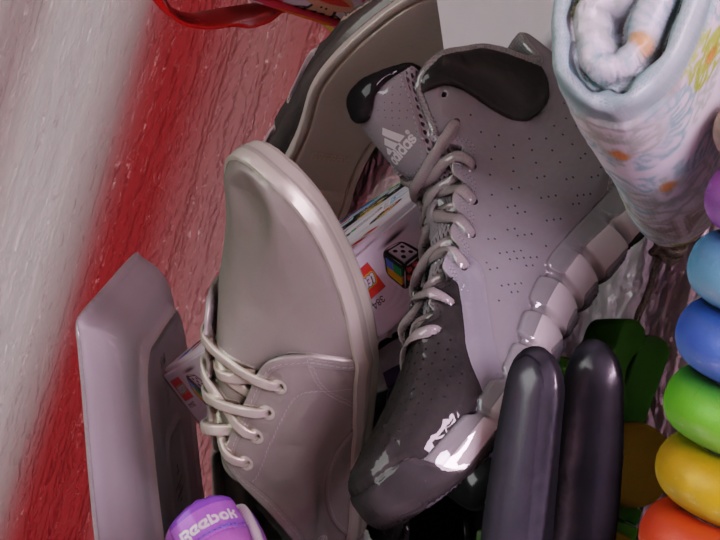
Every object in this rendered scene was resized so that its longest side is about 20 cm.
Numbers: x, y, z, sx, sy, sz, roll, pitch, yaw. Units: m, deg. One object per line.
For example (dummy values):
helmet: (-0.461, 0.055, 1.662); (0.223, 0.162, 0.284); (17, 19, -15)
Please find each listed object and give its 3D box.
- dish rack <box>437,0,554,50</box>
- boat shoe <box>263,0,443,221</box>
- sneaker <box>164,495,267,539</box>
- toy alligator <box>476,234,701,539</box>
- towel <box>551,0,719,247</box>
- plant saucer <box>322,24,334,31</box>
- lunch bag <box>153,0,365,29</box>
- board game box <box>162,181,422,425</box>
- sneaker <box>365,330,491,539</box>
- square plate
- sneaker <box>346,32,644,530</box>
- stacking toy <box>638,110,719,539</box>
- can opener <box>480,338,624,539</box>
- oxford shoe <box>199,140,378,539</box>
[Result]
dish rack: (0.068, -0.147, 0.887); (0.200, 0.043, 0.173); (135, 132, -63)
boat shoe: (-0.007, -0.086, 1.061); (0.200, 0.066, 0.057); (-53, 34, 43)
sneaker: (-0.037, 0.139, 0.775); (0.200, 0.072, 0.115); (-14, 95, 67)
toy alligator: (0.078, 0.058, 0.789); (0.059, 0.054, 0.201); (-1, 73, 65)
towel: (0.123, -0.119, 0.701); (0.048, 0.171, 0.201); (19, 83, 22)
plant saucer: (-0.022, -0.254, 1.232); (0.201, 0.048, 0.200); (-67, 24, 10)
lunch bag: (-0.046, -0.198, 1.062); (0.177, 0.199, 0.082); (-62, 30, 19)
board game box: (0.000, 0.000, 0.924); (0.126, 0.035, 0.200); (-40, 5, -27)
sneaker: (0.010, 0.086, 0.901); (0.200, 0.075, 0.088); (-36, 51, 57)
square plate: (-0.097, 0.102, 1.021); (0.200, 0.028, 0.200); (-80, -15, -81)
sneaker: (0.025, -0.010, 0.773); (0.200, 0.115, 0.075); (-52, 7, -34)
stacking toy: (0.125, 0.052, 0.675); (0.085, 0.085, 0.201); (34, 110, 65)
can opener: (0.057, 0.121, 0.720); (0.078, 0.063, 0.202); (18, 114, 39)
oxford shoe: (-0.033, 0.042, 0.823); (0.075, 0.058, 0.201); (40, 145, 39)
